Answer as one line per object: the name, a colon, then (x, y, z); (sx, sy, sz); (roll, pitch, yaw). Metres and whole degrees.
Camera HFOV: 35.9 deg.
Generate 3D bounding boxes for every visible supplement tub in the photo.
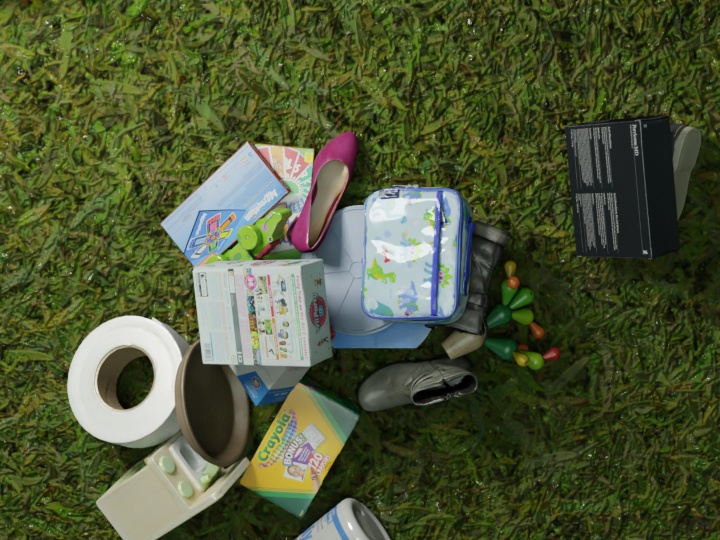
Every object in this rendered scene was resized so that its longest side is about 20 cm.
supplement tub: (-0.054, 0.474, 1.785); (0.200, 0.132, 0.132); (-40, 94, 8)

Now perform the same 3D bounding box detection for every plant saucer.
plant saucer: (-0.232, 0.205, 1.728); (0.029, 0.200, 0.202); (-13, 98, 21)

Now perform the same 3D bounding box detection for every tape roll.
tape roll: (-0.356, 0.175, 1.753); (0.201, 0.071, 0.204); (-4, 73, 15)

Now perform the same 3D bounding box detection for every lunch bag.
lunch bag: (0.085, -0.023, 1.631); (0.160, 0.082, 0.202); (3, 86, 19)

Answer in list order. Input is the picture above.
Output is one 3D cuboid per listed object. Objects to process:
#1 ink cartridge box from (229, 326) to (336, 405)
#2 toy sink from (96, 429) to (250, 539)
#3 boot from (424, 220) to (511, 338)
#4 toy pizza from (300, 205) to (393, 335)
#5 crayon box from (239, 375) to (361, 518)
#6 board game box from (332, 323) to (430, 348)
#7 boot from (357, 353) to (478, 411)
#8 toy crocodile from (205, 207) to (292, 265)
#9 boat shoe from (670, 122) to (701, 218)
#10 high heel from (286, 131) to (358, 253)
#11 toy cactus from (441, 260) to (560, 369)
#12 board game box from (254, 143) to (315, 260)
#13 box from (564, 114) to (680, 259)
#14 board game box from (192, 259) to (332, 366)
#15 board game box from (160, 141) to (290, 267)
ink cartridge box: (-0.118, 0.098, 1.715); (0.200, 0.067, 0.116); (-51, 61, 27)
toy sink: (-0.296, 0.330, 1.757); (0.199, 0.130, 0.112); (-34, 95, 26)
boot: (0.126, 0.002, 1.682); (0.199, 0.069, 0.175); (19, 89, 33)
toy pizza: (0.000, 0.000, 1.721); (0.199, 0.032, 0.202); (-2, 84, 21)
crayon box: (-0.096, 0.281, 1.795); (0.118, 0.058, 0.201); (29, 100, -1)
board game box: (0.027, 0.044, 1.756); (0.198, 0.039, 0.159); (-1, 82, 10)
boot: (0.084, 0.180, 1.729); (0.199, 0.131, 0.068); (-18, 97, 7)
toy crocodile: (-0.175, -0.026, 1.722); (0.200, 0.067, 0.062); (-42, 84, 24)
boat shoe: (0.458, -0.129, 1.700); (0.063, 0.072, 0.201); (30, 111, 43)
high heel: (-0.049, -0.120, 1.696); (0.067, 0.096, 0.201); (34, 87, -23)
toy cactus: (0.204, 0.085, 1.717); (0.164, 0.102, 0.201); (-33, 97, -1)
board game box: (-0.126, -0.095, 1.756); (0.095, 0.030, 0.202); (5, 102, 3)
box: (0.389, -0.123, 1.650); (0.078, 0.141, 0.202); (-13, 101, -36)
board game box: (-0.146, 0.062, 1.639); (0.199, 0.064, 0.149); (0, 99, 32)
board game box: (-0.213, -0.099, 1.748); (0.200, 0.019, 0.103); (-40, 86, 16)
